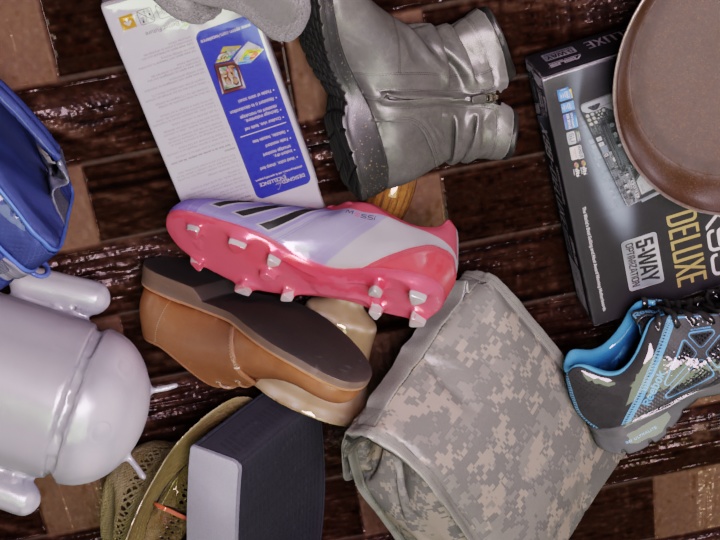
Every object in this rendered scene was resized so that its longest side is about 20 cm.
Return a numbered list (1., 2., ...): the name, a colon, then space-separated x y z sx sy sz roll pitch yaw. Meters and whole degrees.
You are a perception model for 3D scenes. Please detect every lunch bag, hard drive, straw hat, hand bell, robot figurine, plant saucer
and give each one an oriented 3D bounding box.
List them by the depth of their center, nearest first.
1. lunch bag: -0.267 -0.067 0.814 0.132 0.136 0.200 -31 117 9
2. plant saucer: 0.255 -0.133 0.838 0.199 0.032 0.201 -4 117 -7
3. robot figurine: -0.233 0.080 0.899 0.199 0.113 0.170 19 82 -5
4. hand bell: 0.000 0.000 0.929 0.104 0.104 0.201 20 100 -17
5. lunch bag: 0.079 0.119 0.938 0.164 0.117 0.200 -50 122 -28
6. straw hat: -0.150 0.179 0.981 0.085 0.201 0.202 19 121 27
7. hard drive: -0.076 0.192 0.982 0.042 0.135 0.201 19 122 28

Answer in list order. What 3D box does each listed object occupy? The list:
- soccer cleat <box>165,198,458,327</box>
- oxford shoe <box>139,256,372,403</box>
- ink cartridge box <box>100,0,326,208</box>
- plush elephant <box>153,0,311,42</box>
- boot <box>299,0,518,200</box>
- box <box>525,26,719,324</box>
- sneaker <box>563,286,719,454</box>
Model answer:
1. soccer cleat: -0.031 -0.020 0.876 0.199 0.077 0.067 14 145 9
2. oxford shoe: -0.075 0.054 0.888 0.071 0.199 0.072 -7 114 -51
3. ink cartridge box: -0.094 -0.107 0.874 0.094 0.037 0.201 -18 116 2
4. plush elephant: -0.116 -0.238 0.748 0.199 0.155 0.165 -2 127 -15
5. boot: 0.031 -0.154 0.861 0.130 0.068 0.201 -21 113 -14
6. box: 0.215 -0.076 0.915 0.157 0.050 0.201 -17 118 0
7. sneaker: 0.236 0.048 0.907 0.200 0.073 0.082 -35 111 3
